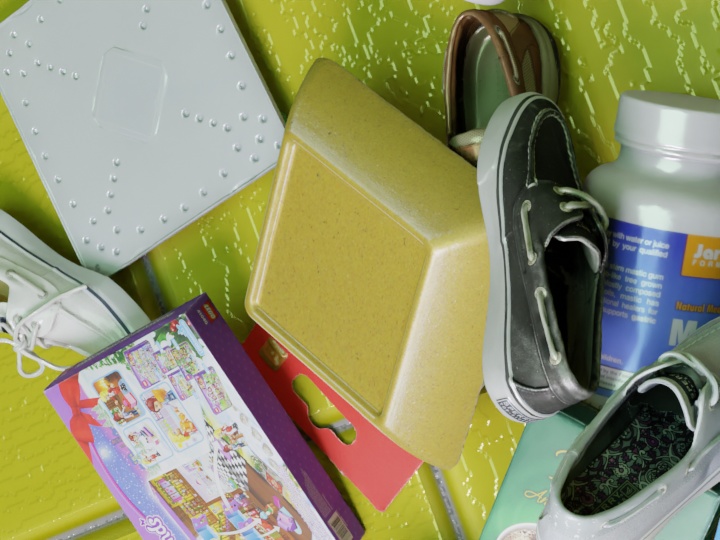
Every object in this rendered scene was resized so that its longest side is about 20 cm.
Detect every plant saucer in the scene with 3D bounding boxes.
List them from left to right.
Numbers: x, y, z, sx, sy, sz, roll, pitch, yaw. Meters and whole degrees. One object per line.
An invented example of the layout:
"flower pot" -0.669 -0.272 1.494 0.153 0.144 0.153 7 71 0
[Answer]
"plant saucer" 0.000 0.000 1.392 0.200 0.048 0.201 40 130 34

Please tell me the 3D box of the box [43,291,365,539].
"box" -0.106 0.129 1.515 0.137 0.039 0.200 -27 101 30

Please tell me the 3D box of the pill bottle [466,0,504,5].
"pill bottle" 0.096 -0.269 1.340 0.113 0.113 0.200 46 116 19

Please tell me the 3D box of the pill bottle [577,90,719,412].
"pill bottle" 0.179 -0.001 1.320 0.112 0.112 0.201 14 103 29

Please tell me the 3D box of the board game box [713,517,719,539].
"board game box" 0.261 0.098 1.230 0.056 0.200 0.197 19 104 25

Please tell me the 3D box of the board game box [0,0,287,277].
"board game box" -0.154 -0.123 1.558 0.200 0.026 0.201 -32 80 29

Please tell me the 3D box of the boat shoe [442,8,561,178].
"boat shoe" 0.081 -0.066 1.367 0.075 0.074 0.201 -17 70 34

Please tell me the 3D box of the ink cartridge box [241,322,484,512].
"ink cartridge box" 0.007 0.039 1.468 0.161 0.050 0.200 46 114 19

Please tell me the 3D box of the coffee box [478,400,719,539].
"coffee box" 0.124 0.183 1.288 0.123 0.044 0.201 26 109 19

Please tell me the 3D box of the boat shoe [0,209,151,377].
"boat shoe" -0.231 0.030 1.572 0.202 0.086 0.075 35 147 23

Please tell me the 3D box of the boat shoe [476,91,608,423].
"boat shoe" 0.111 -0.014 1.259 0.064 0.071 0.201 -24 57 44

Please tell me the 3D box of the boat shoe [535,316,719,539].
"boat shoe" 0.169 0.084 1.207 0.070 0.201 0.072 34 151 22
